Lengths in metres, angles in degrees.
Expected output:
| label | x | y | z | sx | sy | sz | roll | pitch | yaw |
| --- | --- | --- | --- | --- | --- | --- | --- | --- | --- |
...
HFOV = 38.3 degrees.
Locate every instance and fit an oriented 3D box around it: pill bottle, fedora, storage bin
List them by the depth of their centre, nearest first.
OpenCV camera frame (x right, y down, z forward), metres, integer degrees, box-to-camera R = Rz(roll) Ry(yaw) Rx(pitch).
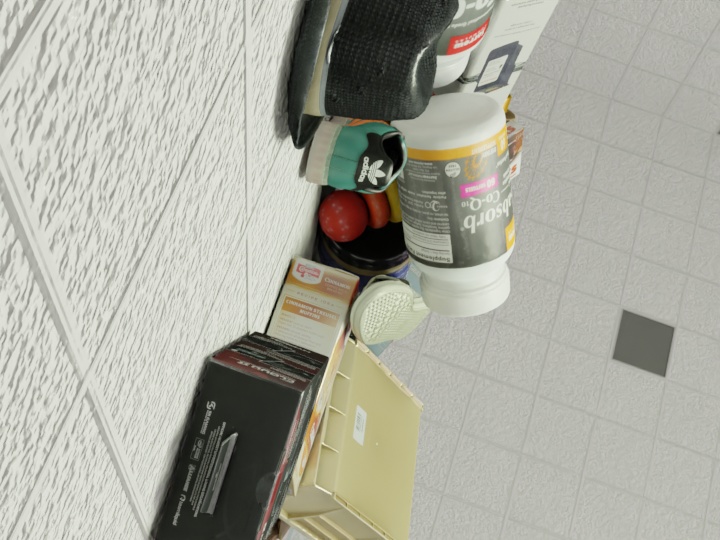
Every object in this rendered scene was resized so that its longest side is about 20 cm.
| label | x | y | z | sx | sy | sz | roll | pitch | yaw |
| --- | --- | --- | --- | --- | --- | --- | --- | --- | --- |
| fedora | 0.016 | -0.164 | 0.739 | 0.201 | 0.090 | 0.204 | 19 | 89 | -87 |
| pill bottle | 0.073 | -0.268 | 0.953 | 0.201 | 0.112 | 0.115 | 101 | 8 | -61 |
| pill bottle | 0.096 | -0.064 | 1.035 | 0.117 | 0.114 | 0.203 | -66 | 150 | -57 |
| storage bin | -0.017 | 0.209 | 1.212 | 0.199 | 0.092 | 0.203 | 46 | 41 | -41 |
| pill bottle | 0.000 | 0.000 | 1.214 | 0.201 | 0.110 | 0.113 | 103 | 7 | -56 |

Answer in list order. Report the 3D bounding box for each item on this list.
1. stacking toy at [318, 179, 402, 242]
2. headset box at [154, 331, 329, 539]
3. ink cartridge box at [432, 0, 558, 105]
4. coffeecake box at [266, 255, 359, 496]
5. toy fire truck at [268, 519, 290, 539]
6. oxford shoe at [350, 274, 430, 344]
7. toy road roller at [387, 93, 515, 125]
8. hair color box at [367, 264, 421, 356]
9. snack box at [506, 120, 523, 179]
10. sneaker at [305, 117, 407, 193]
| label | x | y | z | sx | sy | sz | roll | pitch | yaw |
| --- | --- | --- | --- | --- | --- | --- | --- | --- | --- |
| stacking toy | 0.044 | -0.088 | 1.112 | 0.086 | 0.197 | 0.086 | 55 | -22 | 36 |
| headset box | -0.089 | 0.139 | 0.803 | 0.200 | 0.076 | 0.151 | -30 | 138 | -84 |
| ink cartridge box | 0.116 | -0.275 | 1.106 | 0.146 | 0.083 | 0.201 | 63 | -26 | 23 |
| coffeecake box | -0.066 | 0.110 | 1.046 | 0.154 | 0.072 | 0.203 | 96 | 12 | -71 |
| toy fire truck | -0.093 | 0.295 | 1.270 | 0.200 | 0.048 | 0.143 | -30 | 147 | -63 |
| oxford shoe | 0.022 | 0.034 | 1.067 | 0.075 | 0.058 | 0.200 | -44 | 166 | 9 |
| toy road roller | 0.098 | -0.161 | 1.256 | 0.147 | 0.196 | 0.125 | -111 | -146 | -59 |
| hair color box | 0.071 | 0.013 | 1.391 | 0.200 | 0.060 | 0.099 | -48 | -175 | 15 |
| snack box | 0.125 | -0.103 | 1.238 | 0.199 | 0.024 | 0.073 | -37 | 143 | -31 |
| sneaker | 0.005 | -0.108 | 0.957 | 0.200 | 0.078 | 0.073 | -64 | 170 | -70 |
